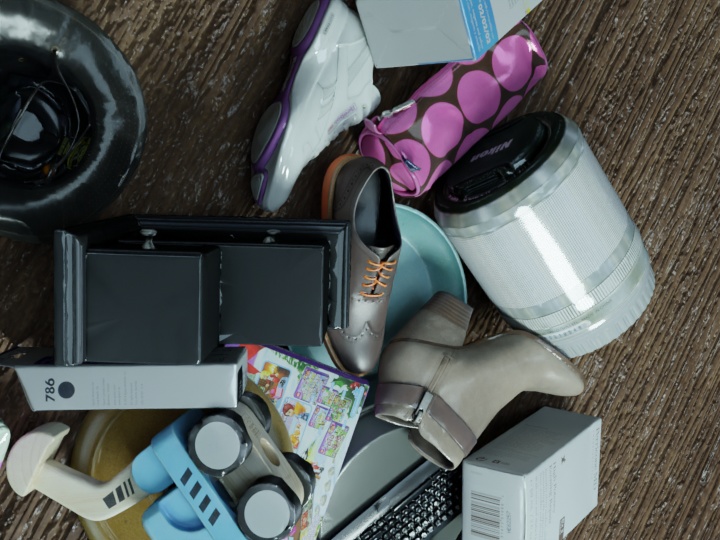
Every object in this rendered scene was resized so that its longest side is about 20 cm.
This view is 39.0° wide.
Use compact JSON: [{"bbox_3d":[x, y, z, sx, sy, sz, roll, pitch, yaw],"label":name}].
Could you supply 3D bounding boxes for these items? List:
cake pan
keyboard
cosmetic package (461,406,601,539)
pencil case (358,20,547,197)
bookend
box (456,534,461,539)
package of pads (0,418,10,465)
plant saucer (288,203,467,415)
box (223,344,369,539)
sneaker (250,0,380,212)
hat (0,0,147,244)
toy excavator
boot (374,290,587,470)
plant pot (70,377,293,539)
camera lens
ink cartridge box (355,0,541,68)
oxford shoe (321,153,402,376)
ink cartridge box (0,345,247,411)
[{"bbox_3d":[0.030,0.225,0.992,0.197,0.037,0.204,-10,112,-25],"label":"cake pan"},{"bbox_3d":[0.044,0.259,0.966,0.199,0.040,0.105,-37,120,-12],"label":"keyboard"},{"bbox_3d":[0.174,0.214,1.015,0.199,0.073,0.104,-17,109,-54],"label":"cosmetic package"},{"bbox_3d":[0.088,-0.162,0.965,0.200,0.090,0.094,-45,122,-18],"label":"pencil case"},{"bbox_3d":[-0.109,0.011,0.780,0.194,0.200,0.094,2,96,2],"label":"bookend"},{"bbox_3d":[0.101,0.347,1.065,0.198,0.035,0.112,-28,108,-21],"label":"box"},{"bbox_3d":[-0.333,0.186,0.758,0.067,0.154,0.204,21,86,-29],"label":"package of pads"},{"bbox_3d":[0.011,0.035,0.980,0.196,0.036,0.205,-3,98,-26],"label":"plant saucer"},{"bbox_3d":[-0.087,0.172,0.910,0.134,0.039,0.204,20,91,-2],"label":"box"},{"bbox_3d":[-0.033,-0.140,0.913,0.098,0.075,0.203,25,85,-26],"label":"sneaker"},{"bbox_3d":[-0.272,-0.123,0.794,0.197,0.081,0.205,-9,108,-30],"label":"hat"},{"bbox_3d":[-0.163,0.172,0.820,0.199,0.100,0.196,-37,90,7],"label":"toy excavator"},{"bbox_3d":[0.108,0.118,0.958,0.197,0.070,0.148,29,63,-4],"label":"boot"},{"bbox_3d":[-0.154,0.178,0.874,0.195,0.027,0.205,0,91,-3],"label":"plant pot"},{"bbox_3d":[0.176,-0.037,0.985,0.160,0.159,0.201,-43,113,-15],"label":"camera lens"},{"bbox_3d":[0.101,-0.260,0.922,0.200,0.114,0.069,-45,127,-36],"label":"ink cartridge box"},{"bbox_3d":[0.000,0.000,0.909,0.070,0.072,0.205,-7,101,-26],"label":"oxford shoe"},{"bbox_3d":[-0.191,0.084,0.810,0.195,0.099,0.040,1,94,-1],"label":"ink cartridge box"}]
